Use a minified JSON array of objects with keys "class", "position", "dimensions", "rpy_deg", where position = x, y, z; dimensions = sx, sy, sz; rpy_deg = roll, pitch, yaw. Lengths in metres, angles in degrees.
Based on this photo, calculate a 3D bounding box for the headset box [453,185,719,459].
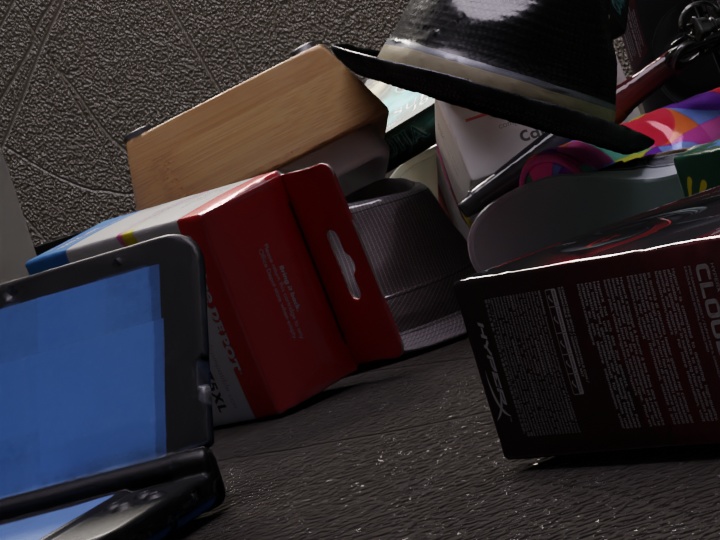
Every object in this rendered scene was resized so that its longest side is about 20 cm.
[{"class":"headset box","position":[0.151,0.008,1.058],"dimensions":[0.148,0.075,0.200],"rpy_deg":[-20,4,-29]}]

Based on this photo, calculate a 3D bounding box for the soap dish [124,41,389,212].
[{"class":"soap dish","position":[-0.063,-0.062,1.749],"dimensions":[0.157,0.081,0.200],"rpy_deg":[-27,-4,-3]}]

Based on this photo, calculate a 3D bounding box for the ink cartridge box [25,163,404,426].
[{"class":"ink cartridge box","position":[-0.080,0.020,1.576],"dimensions":[0.067,0.116,0.200],"rpy_deg":[-29,10,-41]}]

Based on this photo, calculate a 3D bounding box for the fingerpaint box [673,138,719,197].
[{"class":"fingerpaint box","position":[0.284,-0.063,1.444],"dimensions":[0.200,0.074,0.167],"rpy_deg":[-20,5,-25]}]

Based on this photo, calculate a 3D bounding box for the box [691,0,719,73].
[{"class":"box","position":[0.276,-0.153,1.787],"dimensions":[0.046,0.200,0.159],"rpy_deg":[-26,7,-31]}]

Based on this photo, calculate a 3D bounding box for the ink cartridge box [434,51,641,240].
[{"class":"ink cartridge box","position":[0.110,-0.074,1.824],"dimensions":[0.116,0.068,0.200],"rpy_deg":[-19,-23,-5]}]

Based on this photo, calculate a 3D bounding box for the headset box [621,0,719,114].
[{"class":"headset box","position":[0.264,-0.132,1.930],"dimensions":[0.077,0.149,0.200],"rpy_deg":[-21,6,-44]}]

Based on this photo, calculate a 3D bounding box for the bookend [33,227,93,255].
[{"class":"bookend","position":[-0.308,0.035,2.543],"dimensions":[0.200,0.092,0.199],"rpy_deg":[-17,2,28]}]

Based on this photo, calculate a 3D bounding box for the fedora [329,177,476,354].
[{"class":"fedora","position":[0.000,0.000,1.699],"dimensions":[0.177,0.091,0.200],"rpy_deg":[-21,5,-35]}]

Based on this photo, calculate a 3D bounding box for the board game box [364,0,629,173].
[{"class":"board game box","position":[0.083,-0.137,1.888],"dimensions":[0.200,0.028,0.135],"rpy_deg":[-30,18,18]}]

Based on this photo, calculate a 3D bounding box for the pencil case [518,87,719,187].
[{"class":"pencil case","position":[0.189,-0.058,1.738],"dimensions":[0.200,0.089,0.088],"rpy_deg":[-21,5,-30]}]

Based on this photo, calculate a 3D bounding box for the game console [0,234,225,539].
[{"class":"game console","position":[-0.170,0.075,1.259],"dimensions":[0.200,0.119,0.171],"rpy_deg":[-17,4,23]}]

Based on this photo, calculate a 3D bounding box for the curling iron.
[{"class":"curling iron","position":[0.139,-0.096,1.738],"dimensions":[0.200,0.026,0.050],"rpy_deg":[-35,-24,4]}]

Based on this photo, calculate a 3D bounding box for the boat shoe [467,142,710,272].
[{"class":"boat shoe","position":[0.159,-0.028,1.608],"dimensions":[0.200,0.071,0.091],"rpy_deg":[-12,2,5]}]

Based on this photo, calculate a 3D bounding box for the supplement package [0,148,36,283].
[{"class":"supplement package","position":[-0.336,0.029,2.043],"dimensions":[0.200,0.192,0.147],"rpy_deg":[-15,4,42]}]

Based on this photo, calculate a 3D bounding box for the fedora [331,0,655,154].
[{"class":"fedora","position":[0.082,-0.130,1.625],"dimensions":[0.200,0.092,0.201],"rpy_deg":[16,3,-1]}]

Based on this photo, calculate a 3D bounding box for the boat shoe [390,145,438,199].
[{"class":"boat shoe","position":[0.076,-0.069,1.977],"dimensions":[0.200,0.073,0.062],"rpy_deg":[-54,-11,0]}]
